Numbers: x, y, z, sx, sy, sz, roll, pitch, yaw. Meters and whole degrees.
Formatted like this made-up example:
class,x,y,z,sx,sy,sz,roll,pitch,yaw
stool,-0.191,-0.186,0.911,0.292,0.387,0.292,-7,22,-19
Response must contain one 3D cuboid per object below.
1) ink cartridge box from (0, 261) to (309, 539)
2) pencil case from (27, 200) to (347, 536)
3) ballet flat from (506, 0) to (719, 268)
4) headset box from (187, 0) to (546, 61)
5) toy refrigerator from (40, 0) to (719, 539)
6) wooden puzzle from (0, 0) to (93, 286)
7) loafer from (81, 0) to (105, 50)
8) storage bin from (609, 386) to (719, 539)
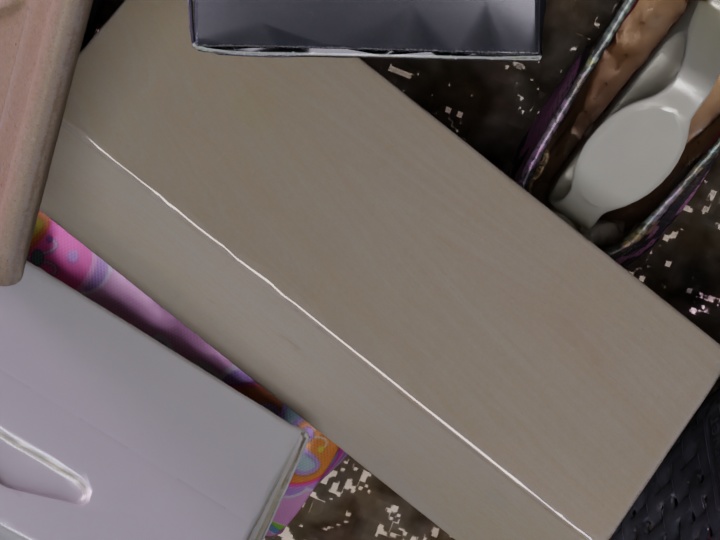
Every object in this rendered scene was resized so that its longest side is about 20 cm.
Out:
class,x,y,z,sx,sy,sz,roll,pitch,yaw
ink cartridge box,-0.122,0.085,0.892,0.145,0.084,0.200,31,143,-6
pencil case,-0.085,-0.001,0.909,0.199,0.087,0.088,31,110,-7
ballet flat,0.105,-0.073,0.871,0.069,0.071,0.200,31,109,-5
headset box,0.008,-0.161,0.776,0.092,0.200,0.175,2,111,4
toy refrigerator,0.000,0.000,0.854,0.200,0.070,0.076,38,65,-1
wooden puzzle,-0.128,-0.121,0.808,0.200,0.037,0.186,37,122,34
loafer,-0.087,-0.147,0.855,0.063,0.072,0.201,17,98,-1
storage bin,0.174,0.120,0.865,0.199,0.136,0.094,15,140,-23
